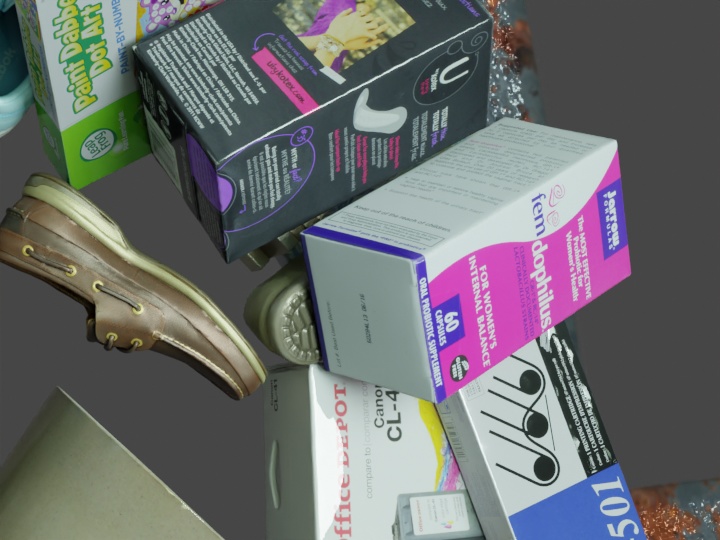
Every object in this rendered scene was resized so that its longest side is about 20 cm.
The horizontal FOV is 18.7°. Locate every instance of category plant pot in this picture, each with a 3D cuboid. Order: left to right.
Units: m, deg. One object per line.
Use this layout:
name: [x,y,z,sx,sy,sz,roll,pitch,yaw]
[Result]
plant pot: [-0.183,0.205,1.322,0.187,0.187,0.200,45,83,-12]

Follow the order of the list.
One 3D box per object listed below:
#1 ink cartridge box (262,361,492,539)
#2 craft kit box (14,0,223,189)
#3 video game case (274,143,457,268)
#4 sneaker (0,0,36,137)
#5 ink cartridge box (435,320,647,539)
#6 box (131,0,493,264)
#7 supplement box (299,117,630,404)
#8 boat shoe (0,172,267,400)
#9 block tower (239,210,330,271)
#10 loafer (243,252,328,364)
ink cartridge box: [0.042,0.134,1.469,0.199,0.086,0.149,0,84,-26]
craft kit box: [-0.114,-0.161,1.360,0.197,0.200,0.049,-26,59,-15]
video game case: [-0.002,-0.081,1.512,0.182,0.022,0.201,-35,97,-24]
sneaker: [-0.202,-0.178,1.403,0.074,0.082,0.201,22,75,-21]
ink cartridge box: [0.119,0.134,1.433,0.094,0.044,0.201,-22,93,-25]
box: [-0.028,-0.115,1.368,0.199,0.122,0.106,-28,63,-15]
supplement box: [0.071,-0.011,1.402,0.200,0.103,0.102,-32,123,-38]
boat shoe: [-0.150,0.023,1.409,0.200,0.072,0.068,39,75,-8]
block tower: [-0.016,-0.088,1.464,0.054,0.058,0.200,46,69,-11]
loafer: [0.000,0.000,1.454,0.199,0.068,0.076,-23,116,-40]
